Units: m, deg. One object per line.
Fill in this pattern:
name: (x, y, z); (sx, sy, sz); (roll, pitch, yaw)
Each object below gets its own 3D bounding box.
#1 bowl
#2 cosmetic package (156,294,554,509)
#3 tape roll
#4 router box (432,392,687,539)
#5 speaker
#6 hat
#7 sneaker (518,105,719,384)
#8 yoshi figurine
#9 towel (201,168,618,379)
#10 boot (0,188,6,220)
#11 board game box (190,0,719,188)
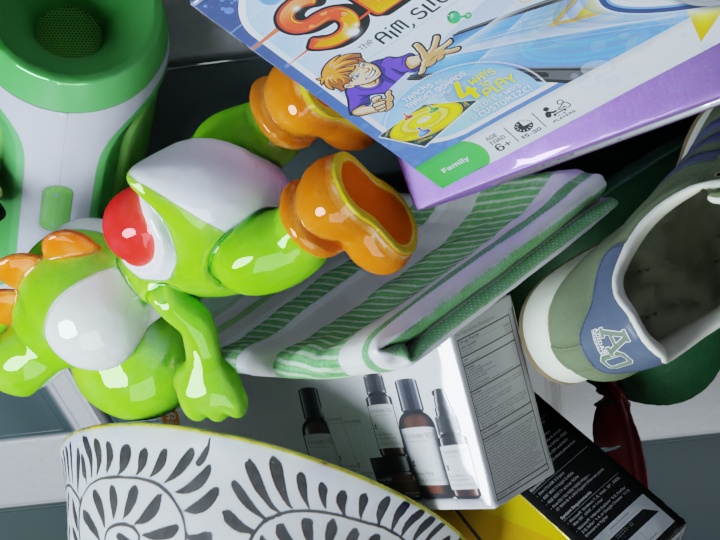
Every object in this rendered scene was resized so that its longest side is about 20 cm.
bowl: (-0.054, 0.151, 0.860); (0.199, 0.095, 0.201); (14, 157, 6)
cosmetic package: (-0.012, 0.064, 0.869); (0.199, 0.083, 0.050); (-8, -171, 43)
tape roll: (0.104, -0.086, 0.733); (0.199, 0.066, 0.200); (-21, 180, 0)
router box: (0.075, 0.139, 0.937); (0.051, 0.149, 0.201); (-36, 152, -25)
speaker: (-0.133, -0.057, 0.834); (0.088, 0.089, 0.200); (3, 151, -12)
hat: (0.160, 0.051, 0.917); (0.165, 0.177, 0.200); (-33, 168, -12)
sneaker: (0.159, -0.024, 0.802); (0.067, 0.200, 0.090); (51, 164, -10)
yoshi figurine: (-0.065, 0.001, 0.788); (0.199, 0.112, 0.112); (-29, 101, 27)
towel: (0.000, 0.000, 0.852); (0.199, 0.152, 0.024); (2, 123, 54)
boot: (-0.187, -0.073, 0.747); (0.203, 0.074, 0.154); (-24, 115, 44)
board game box: (0.065, -0.106, 0.564); (0.199, 0.035, 0.135); (-28, 143, 27)
